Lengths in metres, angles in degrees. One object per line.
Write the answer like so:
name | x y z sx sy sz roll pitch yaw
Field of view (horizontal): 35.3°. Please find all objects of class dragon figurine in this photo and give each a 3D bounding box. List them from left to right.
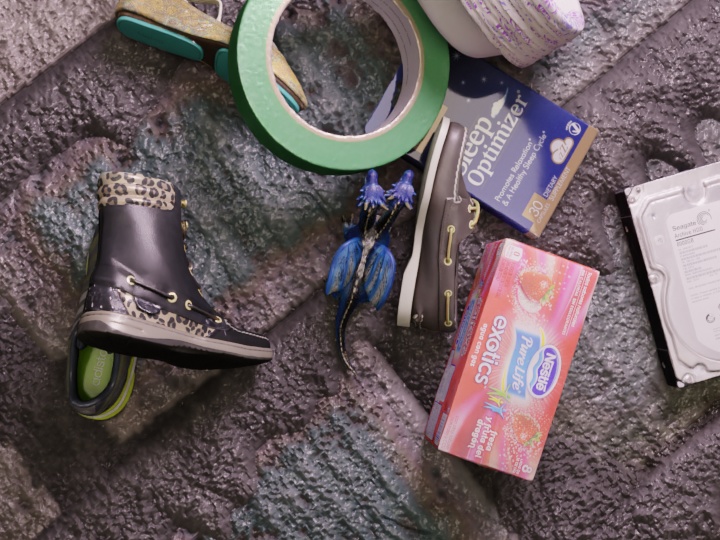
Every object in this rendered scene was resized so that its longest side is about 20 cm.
dragon figurine | 0.000 0.000 1.045 0.058 0.099 0.202 16 94 -4

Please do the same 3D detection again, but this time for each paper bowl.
paper bowl | 0.108 -0.275 1.016 0.104 0.200 0.202 -29 92 25

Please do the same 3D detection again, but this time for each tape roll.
tape roll | -0.019 -0.188 1.024 0.198 0.048 0.203 0 89 -17

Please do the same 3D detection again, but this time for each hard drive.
hard drive | 0.342 -0.001 1.106 0.138 0.038 0.202 -15 89 -5

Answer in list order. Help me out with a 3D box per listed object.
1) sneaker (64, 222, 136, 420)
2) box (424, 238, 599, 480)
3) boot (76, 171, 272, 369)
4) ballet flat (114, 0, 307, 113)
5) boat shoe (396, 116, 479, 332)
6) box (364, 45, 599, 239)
sneaker | -0.228 0.041 1.037 0.073 0.081 0.202 7 88 -5
box | 0.137 0.081 1.057 0.094 0.103 0.202 19 86 -4
boot | -0.159 0.005 1.022 0.203 0.073 0.155 16 66 -44
ballet flat | -0.131 -0.217 1.061 0.199 0.071 0.071 25 87 -4
boat shoe | 0.079 -0.040 1.053 0.060 0.072 0.203 11 108 4
box | 0.115 -0.133 1.093 0.199 0.032 0.122 31 87 -2
